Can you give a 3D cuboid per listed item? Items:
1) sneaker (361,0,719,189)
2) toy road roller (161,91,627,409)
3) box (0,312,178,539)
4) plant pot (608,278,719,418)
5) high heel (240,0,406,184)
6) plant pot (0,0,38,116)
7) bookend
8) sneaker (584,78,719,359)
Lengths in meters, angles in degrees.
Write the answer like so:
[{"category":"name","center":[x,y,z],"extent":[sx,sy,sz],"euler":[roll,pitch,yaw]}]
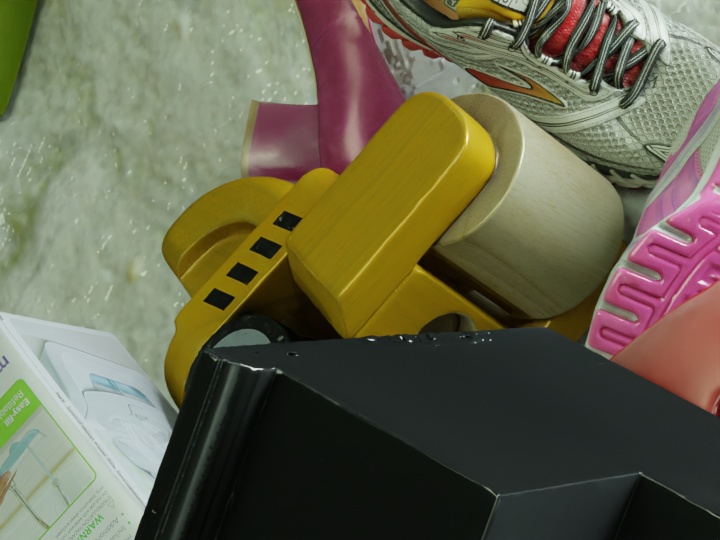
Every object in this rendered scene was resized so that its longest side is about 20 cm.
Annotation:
[{"category":"sneaker","center":[0.077,-0.099,1.177],"extent":[0.200,0.082,0.078],"euler":[28,84,14]},{"category":"toy road roller","center":[0.000,0.000,1.185],"extent":[0.200,0.123,0.146],"euler":[-47,44,9]},{"category":"box","center":[-0.138,0.150,1.129],"extent":[0.200,0.097,0.176],"euler":[-49,66,14]},{"category":"plant pot","center":[0.183,0.106,0.988],"extent":[0.200,0.200,0.183],"euler":[-35,64,16]},{"category":"high heel","center":[0.007,-0.123,1.260],"extent":[0.096,0.067,0.200],"euler":[4,70,22]},{"category":"plant pot","center":[-0.281,-0.197,1.389],"extent":[0.200,0.181,0.199],"euler":[4,74,31]},{"category":"bookend","center":[0.069,0.100,0.831],"extent":[0.200,0.199,0.092],"euler":[28,106,29]},{"category":"sneaker","center":[0.153,-0.017,1.104],"extent":[0.081,0.088,0.200],"euler":[33,86,-2]}]
